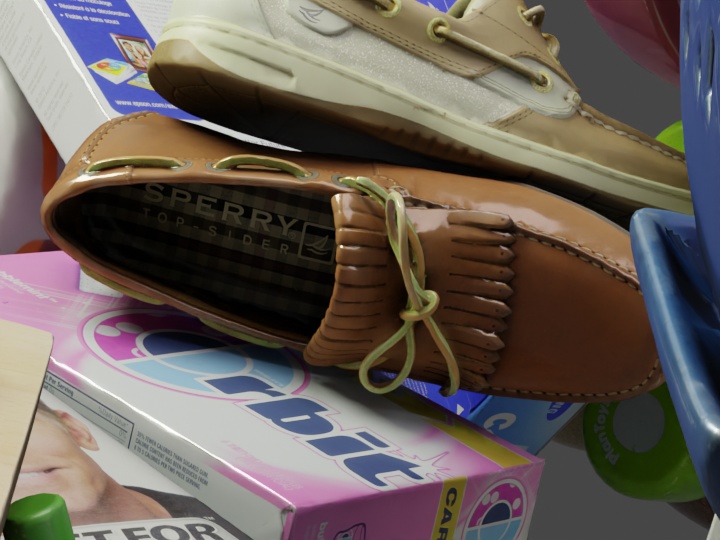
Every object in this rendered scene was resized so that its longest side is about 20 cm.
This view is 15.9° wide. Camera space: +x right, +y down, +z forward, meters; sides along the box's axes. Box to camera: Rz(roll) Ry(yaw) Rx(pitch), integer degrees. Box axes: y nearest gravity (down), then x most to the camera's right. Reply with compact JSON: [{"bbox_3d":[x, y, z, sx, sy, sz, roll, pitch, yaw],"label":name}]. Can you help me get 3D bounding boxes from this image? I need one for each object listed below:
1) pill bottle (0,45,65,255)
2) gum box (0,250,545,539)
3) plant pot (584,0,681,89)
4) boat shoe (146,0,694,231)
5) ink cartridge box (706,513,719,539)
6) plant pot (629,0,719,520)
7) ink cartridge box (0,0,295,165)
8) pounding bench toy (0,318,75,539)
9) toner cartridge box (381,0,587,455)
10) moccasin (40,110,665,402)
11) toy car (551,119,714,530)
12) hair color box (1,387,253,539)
[{"bbox_3d":[-0.094,-0.045,1.029,0.200,0.114,0.114,-2,23,-45],"label":"pill bottle"},{"bbox_3d":[-0.057,0.055,0.816,0.200,0.066,0.113,28,22,37],"label":"gum box"},{"bbox_3d":[0.189,-0.126,0.826,0.200,0.200,0.179,4,19,-33],"label":"plant pot"},{"bbox_3d":[0.033,-0.061,0.839,0.200,0.066,0.074,19,-13,-20],"label":"boat shoe"},{"bbox_3d":[0.178,0.114,0.722,0.125,0.129,0.200,27,22,36],"label":"ink cartridge box"},{"bbox_3d":[0.170,-0.024,0.629,0.200,0.180,0.200,13,19,-5],"label":"plant pot"},{"bbox_3d":[-0.087,-0.084,0.944,0.095,0.037,0.200,3,44,-42],"label":"ink cartridge box"},{"bbox_3d":[-0.106,0.081,0.533,0.200,0.156,0.124,14,16,-6],"label":"pounding bench toy"},{"bbox_3d":[0.026,-0.024,0.942,0.043,0.095,0.200,7,50,-33],"label":"toner cartridge box"},{"bbox_3d":[0.000,-0.002,0.796,0.201,0.074,0.078,20,22,7],"label":"moccasin"},{"bbox_3d":[0.105,0.010,0.993,0.200,0.158,0.164,14,2,42],"label":"toy car"},{"bbox_3d":[-0.096,0.085,0.699,0.100,0.061,0.200,-1,22,-44],"label":"hair color box"}]
